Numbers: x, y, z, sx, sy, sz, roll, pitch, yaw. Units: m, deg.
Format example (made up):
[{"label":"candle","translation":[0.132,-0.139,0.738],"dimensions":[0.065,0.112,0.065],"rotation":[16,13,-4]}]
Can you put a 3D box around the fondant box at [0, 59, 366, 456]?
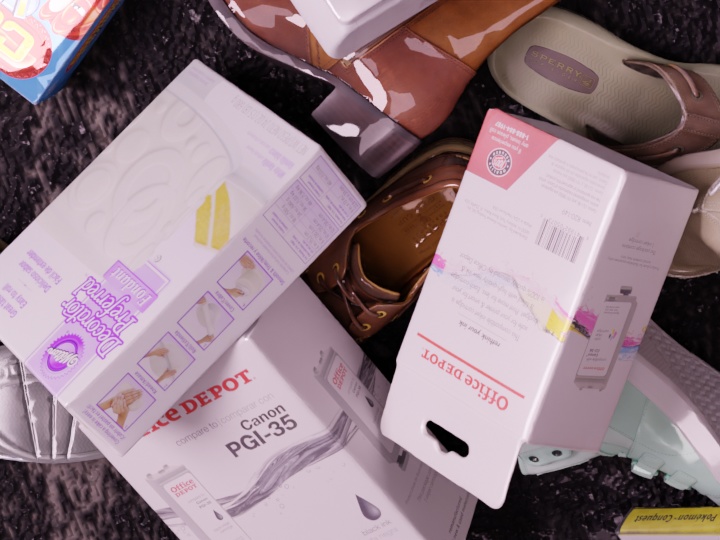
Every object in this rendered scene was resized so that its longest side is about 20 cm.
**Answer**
[{"label":"fondant box","translation":[-0.114,-0.011,1.166],"dimensions":[0.200,0.144,0.058],"rotation":[-47,133,-6]}]

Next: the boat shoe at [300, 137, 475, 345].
[{"label":"boat shoe","translation":[0.001,0.000,1.227],"dimensions":[0.200,0.068,0.072],"rotation":[-42,97,17]}]

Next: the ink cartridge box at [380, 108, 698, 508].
[{"label":"ink cartridge box","translation":[0.096,0.024,1.151],"dimensions":[0.067,0.116,0.200],"rotation":[11,104,-42]}]

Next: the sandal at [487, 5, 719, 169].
[{"label":"sandal","translation":[0.166,-0.091,1.182],"dimensions":[0.201,0.057,0.080],"rotation":[20,108,2]}]

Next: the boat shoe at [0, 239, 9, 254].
[{"label":"boat shoe","translation":[-0.230,0.006,1.263],"dimensions":[0.199,0.072,0.065],"rotation":[-13,98,6]}]

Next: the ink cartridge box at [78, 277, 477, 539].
[{"label":"ink cartridge box","translation":[-0.048,0.113,1.226],"dimensions":[0.146,0.083,0.200],"rotation":[-28,112,31]}]

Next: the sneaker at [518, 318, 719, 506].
[{"label":"sneaker","translation":[0.163,0.102,1.239],"dimensions":[0.200,0.074,0.118],"rotation":[43,123,-14]}]

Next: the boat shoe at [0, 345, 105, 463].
[{"label":"boat shoe","translation":[-0.231,0.084,1.294],"dimensions":[0.201,0.065,0.075],"rotation":[-1,87,3]}]

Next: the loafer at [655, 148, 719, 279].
[{"label":"loafer","translation":[0.213,-0.029,1.137],"dimensions":[0.076,0.200,0.068],"rotation":[22,65,-19]}]

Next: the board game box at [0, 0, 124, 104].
[{"label":"board game box","translation":[-0.207,-0.236,1.195],"dimensions":[0.200,0.056,0.196],"rotation":[37,107,-4]}]

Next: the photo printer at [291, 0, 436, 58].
[{"label":"photo printer","translation":[-0.002,-0.238,1.117],"dimensions":[0.166,0.069,0.200],"rotation":[-33,82,-11]}]

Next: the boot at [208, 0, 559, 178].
[{"label":"boot","translation":[0.020,-0.185,1.172],"dimensions":[0.200,0.068,0.188],"rotation":[-45,73,9]}]

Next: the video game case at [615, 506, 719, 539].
[{"label":"video game case","translation":[0.267,0.216,1.199],"dimensions":[0.181,0.026,0.200],"rotation":[-10,122,53]}]
